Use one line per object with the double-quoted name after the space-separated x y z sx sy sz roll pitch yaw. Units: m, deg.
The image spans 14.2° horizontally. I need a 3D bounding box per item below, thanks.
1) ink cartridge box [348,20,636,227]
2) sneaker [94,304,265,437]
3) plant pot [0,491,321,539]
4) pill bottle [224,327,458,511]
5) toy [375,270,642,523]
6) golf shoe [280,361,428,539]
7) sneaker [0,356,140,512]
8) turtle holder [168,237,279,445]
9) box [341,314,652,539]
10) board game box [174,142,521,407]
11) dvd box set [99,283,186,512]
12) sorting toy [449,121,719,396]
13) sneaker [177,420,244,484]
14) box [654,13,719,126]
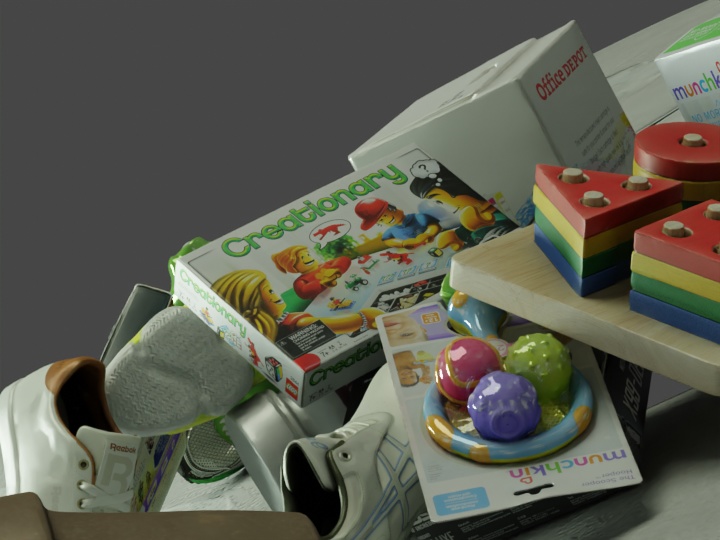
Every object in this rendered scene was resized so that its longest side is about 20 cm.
0.116 -0.040 1.980 0.144 0.201 0.147 -25 9 27 "ink cartridge box"
-0.091 0.047 1.874 0.199 0.076 0.105 -31 3 -18 "sneaker"
-0.096 0.193 1.430 0.174 0.202 0.200 -13 6 -8 "plant pot"
0.021 0.083 1.863 0.199 0.115 0.114 -30 8 -11 "pill bottle"
0.076 0.055 1.591 0.114 0.047 0.200 -11 31 -3 "toy"
0.002 0.108 1.598 0.078 0.097 0.201 -23 36 33 "golf shoe"
-0.170 0.145 1.758 0.084 0.201 0.073 -30 -26 34 "sneaker"
-0.040 0.049 1.992 0.141 0.185 0.132 -8 -51 -62 "turtle holder"
0.074 0.093 1.691 0.199 0.050 0.158 -25 28 28 "box"
0.000 0.000 1.803 0.199 0.126 0.035 -27 -39 -32 "board game box"
-0.158 0.123 1.941 0.200 0.029 0.147 90 -161 -57 "dvd box set"
0.188 -0.019 1.620 0.198 0.070 0.199 22 31 39 "sorting toy"
-0.065 0.095 2.214 0.200 0.078 0.085 -33 9 -26 "sneaker"
0.300 -0.090 1.738 0.096 0.177 0.200 -33 9 -26 "box"
